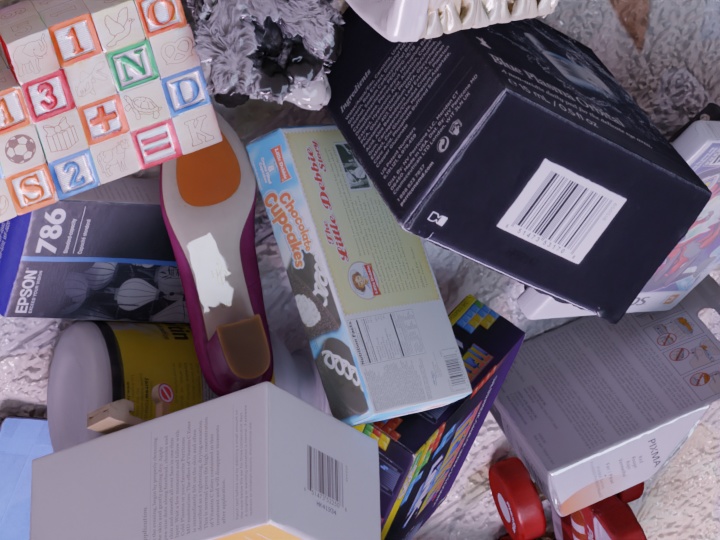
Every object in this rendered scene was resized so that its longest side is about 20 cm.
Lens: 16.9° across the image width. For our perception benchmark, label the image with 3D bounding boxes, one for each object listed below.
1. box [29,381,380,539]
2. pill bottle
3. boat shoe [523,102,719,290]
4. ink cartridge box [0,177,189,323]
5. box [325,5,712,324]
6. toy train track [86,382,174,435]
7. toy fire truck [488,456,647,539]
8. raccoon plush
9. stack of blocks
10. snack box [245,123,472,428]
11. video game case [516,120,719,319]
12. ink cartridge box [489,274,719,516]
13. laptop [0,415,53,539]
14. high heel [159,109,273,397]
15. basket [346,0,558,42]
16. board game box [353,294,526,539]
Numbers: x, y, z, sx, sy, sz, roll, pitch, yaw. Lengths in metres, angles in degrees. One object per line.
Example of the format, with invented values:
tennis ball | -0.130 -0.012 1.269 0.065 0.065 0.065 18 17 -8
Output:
box | -0.102 0.160 1.574 0.199 0.098 0.124 -19 148 31
pill bottle | -0.113 0.093 1.710 0.199 0.112 0.113 2 123 -26
boat shoe | 0.197 -0.047 1.782 0.200 0.060 0.074 -36 174 10
ink cartridge box | -0.182 -0.015 1.648 0.199 0.039 0.100 2 124 -25
box | 0.095 -0.092 1.609 0.196 0.200 0.118 23 112 -36
toy train track | -0.100 0.115 1.632 0.114 0.033 0.199 -25 144 37
toy fire truck | 0.185 0.230 1.910 0.111 0.168 0.201 -18 130 -11
raccoon plush | -0.067 -0.191 1.554 0.096 0.134 0.201 -15 103 2
stack of blocks | -0.201 -0.109 1.544 0.199 0.059 0.116 -21 121 -9
snack box | 0.000 0.000 1.626 0.037 0.201 0.116 -24 170 36
video game case | 0.230 -0.034 1.729 0.182 0.023 0.200 -3 144 -49
ink cartridge box | 0.204 0.088 1.818 0.199 0.162 0.050 -20 124 -9
laptop | -0.184 0.219 1.771 0.116 0.200 0.188 -26 146 -58
high heel | -0.096 -0.011 1.632 0.067 0.201 0.096 -16 170 -13
basket | 0.037 -0.246 1.477 0.123 0.200 0.136 -9 128 -26
board game box | 0.032 0.138 1.762 0.165 0.057 0.201 -43 162 -44
